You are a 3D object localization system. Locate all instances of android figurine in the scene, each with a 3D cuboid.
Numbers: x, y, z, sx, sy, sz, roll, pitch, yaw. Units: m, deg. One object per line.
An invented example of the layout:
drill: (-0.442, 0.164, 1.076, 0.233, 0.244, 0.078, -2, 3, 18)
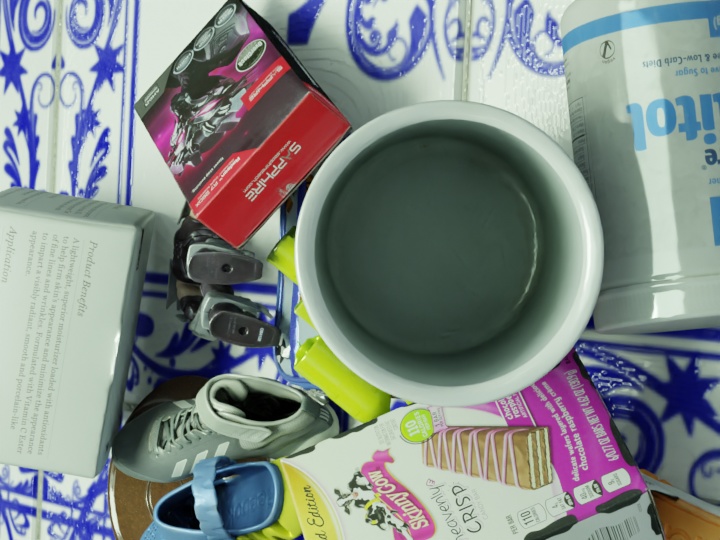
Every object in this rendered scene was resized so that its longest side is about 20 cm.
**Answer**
android figurine: (0.041, 0.020, 1.160, 0.200, 0.041, 0.182, 41, 91, -2)

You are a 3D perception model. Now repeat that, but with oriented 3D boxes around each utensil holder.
utensil holder: (0.048, -0.012, 1.038, 0.200, 0.170, 0.170, -114, 24, -89)

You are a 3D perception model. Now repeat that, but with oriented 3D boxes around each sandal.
sandal: (-0.121, 0.186, 1.305, 0.200, 0.087, 0.080, -39, 50, 43)
sandal: (0.175, 0.167, 1.086, 0.207, 0.059, 0.079, 11, 97, 45)

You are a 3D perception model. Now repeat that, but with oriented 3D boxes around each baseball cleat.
baseball cleat: (-0.118, 0.113, 1.320, 0.200, 0.106, 0.070, -12, 59, 21)

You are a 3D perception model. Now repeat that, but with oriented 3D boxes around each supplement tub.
supplement tub: (0.192, -0.067, 1.023, 0.132, 0.132, 0.200, -12, 81, 44)

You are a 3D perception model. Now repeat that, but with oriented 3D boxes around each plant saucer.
plant saucer: (-0.150, 0.187, 1.427, 0.200, 0.034, 0.200, 0, 91, 44)

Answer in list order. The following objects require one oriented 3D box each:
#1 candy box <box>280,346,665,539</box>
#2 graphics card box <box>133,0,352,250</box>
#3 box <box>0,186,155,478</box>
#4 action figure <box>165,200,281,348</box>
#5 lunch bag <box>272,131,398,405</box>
candy box: (0.065, 0.139, 1.046, 0.200, 0.061, 0.136, -25, 44, 1)
graphics card box: (-0.093, -0.116, 1.295, 0.125, 0.051, 0.200, -47, 34, 10)
box: (-0.249, 0.043, 1.388, 0.200, 0.131, 0.199, -116, 36, -83)
action figure: (-0.111, -0.002, 1.337, 0.200, 0.069, 0.130, -129, 39, -70)
lunch bag: (0.000, 0.000, 1.254, 0.160, 0.076, 0.200, 8, 94, 47)
